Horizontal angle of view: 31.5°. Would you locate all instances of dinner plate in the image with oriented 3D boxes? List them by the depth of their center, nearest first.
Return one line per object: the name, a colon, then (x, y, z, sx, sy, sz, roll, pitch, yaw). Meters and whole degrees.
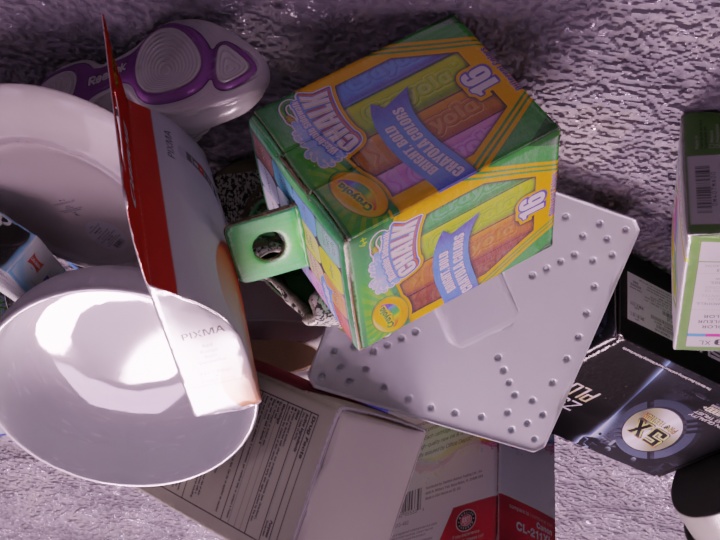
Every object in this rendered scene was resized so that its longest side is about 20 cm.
dinner plate: (-0.207, -0.053, 0.906, 0.199, 0.024, 0.201, 13, 146, 9)

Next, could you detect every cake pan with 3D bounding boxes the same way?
cake pan: (0.343, 0.156, 1.088, 0.037, 0.200, 0.200, 44, 138, -7)

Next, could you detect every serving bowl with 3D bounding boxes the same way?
serving bowl: (-0.171, 0.068, 0.932, 0.199, 0.066, 0.201, 0, 131, 0)

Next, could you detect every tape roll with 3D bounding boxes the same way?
tape roll: (-0.087, 0.061, 1.114, 0.202, 0.037, 0.203, -2, 158, -1)

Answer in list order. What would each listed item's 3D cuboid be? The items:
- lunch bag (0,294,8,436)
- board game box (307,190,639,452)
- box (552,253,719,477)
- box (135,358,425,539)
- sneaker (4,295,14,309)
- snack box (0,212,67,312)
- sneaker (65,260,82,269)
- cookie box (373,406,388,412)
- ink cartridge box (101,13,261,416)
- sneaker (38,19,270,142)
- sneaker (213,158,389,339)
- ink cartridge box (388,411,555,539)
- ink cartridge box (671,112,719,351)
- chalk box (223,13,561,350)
lunch bag: (-0.378, 0.096, 1.237, 0.199, 0.076, 0.160, -17, 137, 30)
board game box: (0.083, 0.021, 0.965, 0.199, 0.026, 0.201, 17, 106, -13)
box: (0.236, 0.085, 1.081, 0.199, 0.086, 0.164, 25, 144, -24)
box: (-0.068, 0.147, 1.007, 0.199, 0.128, 0.109, 18, 178, 43)
sneaker: (-0.243, 0.066, 1.171, 0.200, 0.081, 0.075, 48, 155, -20)
snack box: (-0.305, -0.036, 0.958, 0.199, 0.037, 0.116, 31, 163, 18)
sneaker: (-0.203, -0.039, 0.999, 0.199, 0.071, 0.083, 29, 147, -25)
cookie box: (-0.058, 0.195, 1.317, 0.170, 0.076, 0.200, 7, 146, 2)
ink cartridge box: (-0.107, -0.034, 0.770, 0.050, 0.163, 0.200, -11, 139, -5)
sneaker: (-0.134, -0.114, 0.885, 0.199, 0.075, 0.100, -6, 152, 34)
sneaker: (-0.058, -0.021, 0.912, 0.088, 0.200, 0.077, -4, 123, -46)
ink cartridge box: (0.097, 0.177, 1.147, 0.083, 0.201, 0.145, 29, 142, -33)
ink cartridge box: (0.256, -0.009, 0.920, 0.059, 0.104, 0.200, 1, 146, 11)
chalk box: (0.011, -0.046, 0.814, 0.199, 0.124, 0.125, -29, 148, -13)
